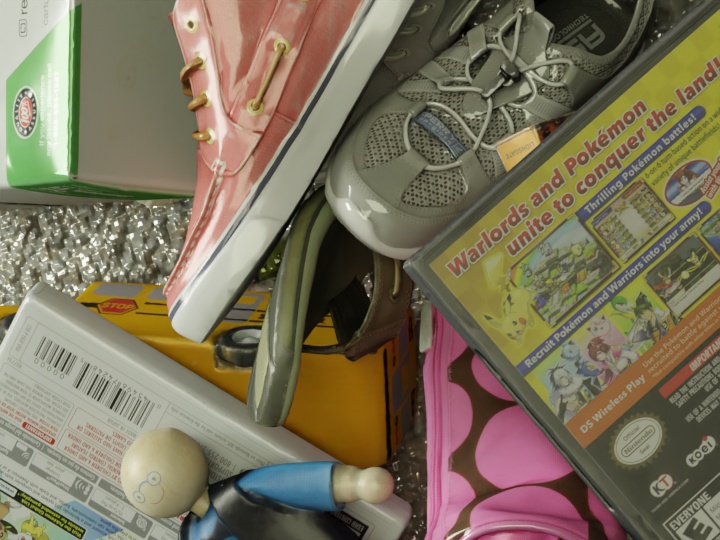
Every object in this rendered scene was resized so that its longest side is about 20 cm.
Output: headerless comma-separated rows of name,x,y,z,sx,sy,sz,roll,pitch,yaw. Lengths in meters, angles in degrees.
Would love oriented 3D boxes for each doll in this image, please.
doll,-0.021,0.136,1.309,0.200,0.048,0.137,38,126,4

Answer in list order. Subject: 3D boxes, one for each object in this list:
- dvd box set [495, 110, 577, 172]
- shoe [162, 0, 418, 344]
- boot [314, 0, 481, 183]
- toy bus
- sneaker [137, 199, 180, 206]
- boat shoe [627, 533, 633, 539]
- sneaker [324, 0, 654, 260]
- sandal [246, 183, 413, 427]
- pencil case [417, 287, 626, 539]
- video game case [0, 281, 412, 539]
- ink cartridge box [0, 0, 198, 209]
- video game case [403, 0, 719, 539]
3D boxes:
dvd box set,0.150,0.018,1.295,0.029,0.146,0.201,-24,85,49
shoe,-0.052,-0.074,1.291,0.091,0.071,0.201,30,89,0
boot,0.014,-0.130,1.366,0.073,0.096,0.201,37,96,14
toy bus,-0.079,0.047,1.384,0.199,0.078,0.066,4,113,15
sneaker,-0.069,-0.127,1.394,0.201,0.072,0.072,-60,40,12
boat shoe,0.091,0.124,1.349,0.070,0.071,0.200,43,104,10
sneaker,0.058,-0.083,1.307,0.075,0.082,0.200,40,56,10
sandal,0.001,-0.001,1.316,0.057,0.201,0.080,22,126,10
pencil case,0.067,0.070,1.298,0.093,0.201,0.091,19,130,-18
video game case,-0.102,0.128,1.368,0.199,0.022,0.183,31,116,1
ink cartridge box,-0.160,-0.103,1.370,0.199,0.083,0.148,-4,85,48
video game case,0.150,0.001,1.235,0.200,0.026,0.181,-41,90,-8
